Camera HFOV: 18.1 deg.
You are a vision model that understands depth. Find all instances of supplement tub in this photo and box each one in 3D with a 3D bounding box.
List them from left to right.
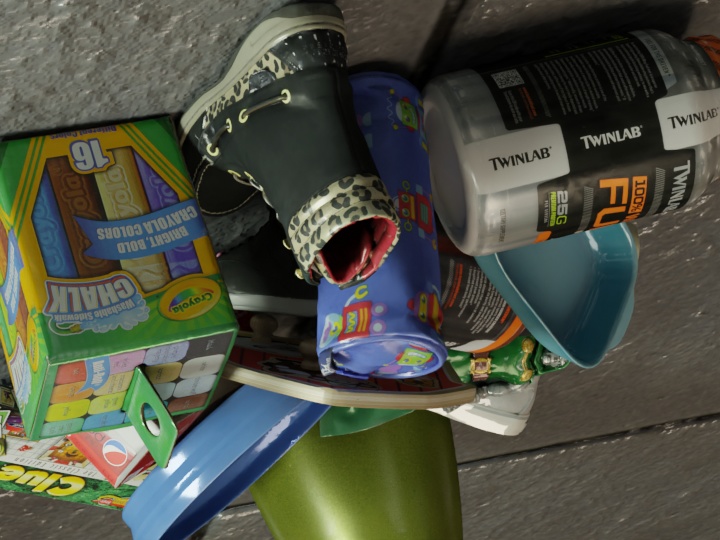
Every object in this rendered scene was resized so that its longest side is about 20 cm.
[{"bbox_3d":[0.060,0.004,1.637,0.107,0.107,0.200,-35,151,33],"label":"supplement tub"},{"bbox_3d":[0.147,-0.088,1.484,0.199,0.123,0.123,-14,156,-11],"label":"supplement tub"}]

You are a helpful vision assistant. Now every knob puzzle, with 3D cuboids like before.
[{"bbox_3d":[-0.019,0.058,1.496,0.219,0.031,0.220,9,-174,-1],"label":"knob puzzle"}]

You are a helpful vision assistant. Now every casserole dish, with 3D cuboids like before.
[{"bbox_3d":[0.134,-0.016,1.613,0.039,0.121,0.200,2,146,40],"label":"casserole dish"}]

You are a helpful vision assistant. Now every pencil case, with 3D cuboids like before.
[{"bbox_3d":[0.007,-0.024,1.431,0.087,0.201,0.078,-24,148,38],"label":"pencil case"}]

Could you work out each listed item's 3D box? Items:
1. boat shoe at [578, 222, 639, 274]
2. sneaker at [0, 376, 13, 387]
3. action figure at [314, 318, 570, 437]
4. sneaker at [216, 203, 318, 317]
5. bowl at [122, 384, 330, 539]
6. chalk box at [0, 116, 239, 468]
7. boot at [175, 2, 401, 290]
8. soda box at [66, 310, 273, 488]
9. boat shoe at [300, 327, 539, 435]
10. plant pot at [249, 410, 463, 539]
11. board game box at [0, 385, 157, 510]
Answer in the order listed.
[{"bbox_3d":[0.149,0.015,1.770,0.062,0.071,0.200,4,154,-20],"label":"boat shoe"},{"bbox_3d":[-0.202,0.103,1.721,0.200,0.066,0.078,-11,164,-14],"label":"sneaker"},{"bbox_3d":[0.067,0.069,1.741,0.199,0.055,0.118,-5,115,-10],"label":"action figure"},{"bbox_3d":[-0.055,-0.019,1.561,0.071,0.100,0.200,5,178,-39],"label":"sneaker"},{"bbox_3d":[-0.092,0.128,1.641,0.201,0.039,0.201,-42,172,-7],"label":"bowl"},{"bbox_3d":[-0.158,0.026,1.409,0.124,0.200,0.125,-9,154,-20],"label":"chalk box"},{"bbox_3d":[-0.049,-0.048,1.385,0.073,0.154,0.204,-4,152,-29],"label":"boot"},{"bbox_3d":[-0.131,0.082,1.605,0.063,0.070,0.200,-49,170,26],"label":"soda box"},{"bbox_3d":[0.051,0.072,1.797,0.200,0.069,0.072,20,-172,-10],"label":"boat shoe"},{"bbox_3d":[0.003,0.190,1.889,0.200,0.193,0.200,-16,156,-7],"label":"plant pot"},{"bbox_3d":[-0.222,0.131,1.658,0.200,0.024,0.105,16,140,-41],"label":"board game box"}]
